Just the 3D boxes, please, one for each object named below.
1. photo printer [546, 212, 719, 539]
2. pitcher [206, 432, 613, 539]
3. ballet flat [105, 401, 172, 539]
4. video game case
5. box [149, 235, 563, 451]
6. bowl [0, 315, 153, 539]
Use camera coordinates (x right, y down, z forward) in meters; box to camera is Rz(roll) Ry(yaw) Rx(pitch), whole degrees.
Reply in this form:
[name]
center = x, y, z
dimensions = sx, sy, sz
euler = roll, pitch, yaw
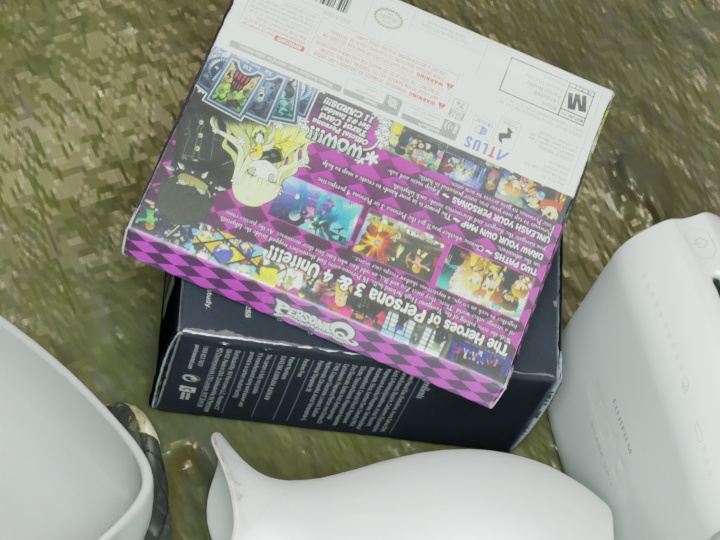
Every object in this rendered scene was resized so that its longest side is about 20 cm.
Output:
[photo printer]
center = 0.159, 0.076, 1.299
dimensions = 0.069, 0.200, 0.167
euler = -10, 69, -16
[pitcher]
center = 0.018, 0.166, 1.271
dimensions = 0.199, 0.121, 0.172
euler = 6, 58, -1
[ballet flat]
center = -0.113, 0.162, 1.292
dimensions = 0.057, 0.066, 0.201
euler = 22, 55, -48
[video game case]
center = 0.006, -0.050, 1.299
dimensions = 0.199, 0.036, 0.182
euler = 22, 63, -1
[box]
center = 0.000, 0.000, 1.353
dimensions = 0.199, 0.104, 0.148
euler = 9, 64, -9
[bowl]
center = -0.213, 0.121, 1.243
dimensions = 0.199, 0.075, 0.200
euler = -34, 52, -24
